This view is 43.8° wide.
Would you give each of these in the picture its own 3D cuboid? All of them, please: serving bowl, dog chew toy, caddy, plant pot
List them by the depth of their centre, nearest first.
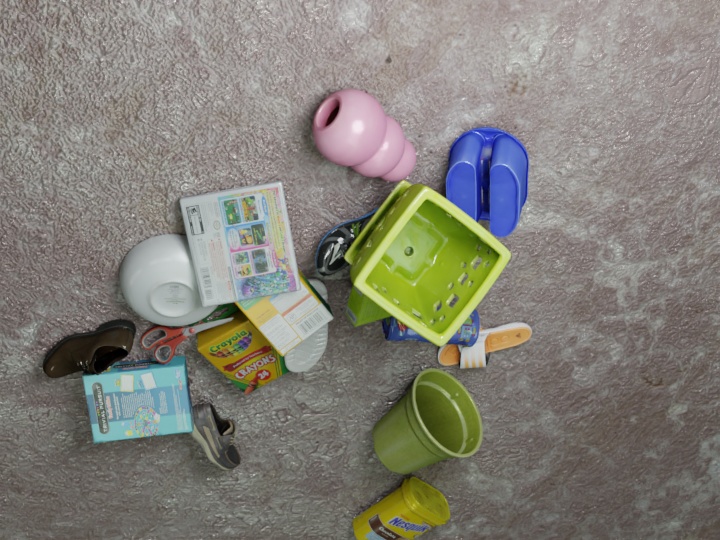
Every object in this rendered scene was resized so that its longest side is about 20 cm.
[{"bbox_3d":[0.015,-0.211,1.476,0.124,0.125,0.199,-41,133,22],"label":"dog chew toy"},{"bbox_3d":[0.098,-0.025,1.499,0.198,0.182,0.201,36,95,-20],"label":"plant pot"},{"bbox_3d":[0.222,-0.154,1.569,0.140,0.105,0.201,6,134,13],"label":"caddy"},{"bbox_3d":[-0.342,0.032,1.641,0.198,0.066,0.201,-5,129,-7],"label":"serving bowl"},{"bbox_3d":[0.129,0.343,1.921,0.199,0.202,0.184,27,132,-28],"label":"plant pot"}]

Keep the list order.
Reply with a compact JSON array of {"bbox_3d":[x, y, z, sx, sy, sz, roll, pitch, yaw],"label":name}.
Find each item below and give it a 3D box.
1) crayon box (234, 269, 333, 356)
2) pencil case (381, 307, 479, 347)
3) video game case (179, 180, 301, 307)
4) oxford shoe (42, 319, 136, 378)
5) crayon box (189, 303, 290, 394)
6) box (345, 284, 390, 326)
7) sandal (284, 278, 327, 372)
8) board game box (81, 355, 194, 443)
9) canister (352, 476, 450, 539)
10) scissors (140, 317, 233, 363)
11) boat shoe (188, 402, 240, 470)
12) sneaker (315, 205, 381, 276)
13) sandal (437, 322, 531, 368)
[{"bbox_3d":[-0.158,0.046,1.664,0.125,0.052,0.200,-36,115,5],"label":"crayon box"},{"bbox_3d":[0.136,0.109,1.784,0.198,0.079,0.087,5,158,-15],"label":"pencil case"},{"bbox_3d":[-0.210,-0.045,1.580,0.180,0.024,0.202,-10,106,-2],"label":"video game case"},{"bbox_3d":[-0.524,0.164,1.706,0.199,0.085,0.073,-25,131,13],"label":"oxford shoe"},{"bbox_3d":[-0.234,0.150,1.768,0.126,0.051,0.200,-29,128,14],"label":"crayon box"},{"bbox_3d":[0.074,0.028,1.689,0.199,0.048,0.123,-15,137,-33],"label":"box"},{"bbox_3d":[-0.102,0.106,1.759,0.082,0.050,0.204,7,113,-18],"label":"sandal"},{"bbox_3d":[-0.442,0.257,1.791,0.198,0.047,0.152,-5,110,-6],"label":"board game box"},{"bbox_3d":[0.097,0.604,2.184,0.200,0.087,0.148,-39,125,23],"label":"canister"},{"bbox_3d":[-0.336,0.113,1.716,0.199,0.014,0.073,-31,97,21],"label":"scissors"},{"bbox_3d":[-0.301,0.356,1.911,0.073,0.075,0.201,-23,131,9],"label":"boat shoe"},{"bbox_3d":[0.005,-0.053,1.610,0.198,0.083,0.071,-29,121,3],"label":"sneaker"},{"bbox_3d":[0.262,0.162,1.864,0.205,0.059,0.080,-17,130,3],"label":"sandal"}]
